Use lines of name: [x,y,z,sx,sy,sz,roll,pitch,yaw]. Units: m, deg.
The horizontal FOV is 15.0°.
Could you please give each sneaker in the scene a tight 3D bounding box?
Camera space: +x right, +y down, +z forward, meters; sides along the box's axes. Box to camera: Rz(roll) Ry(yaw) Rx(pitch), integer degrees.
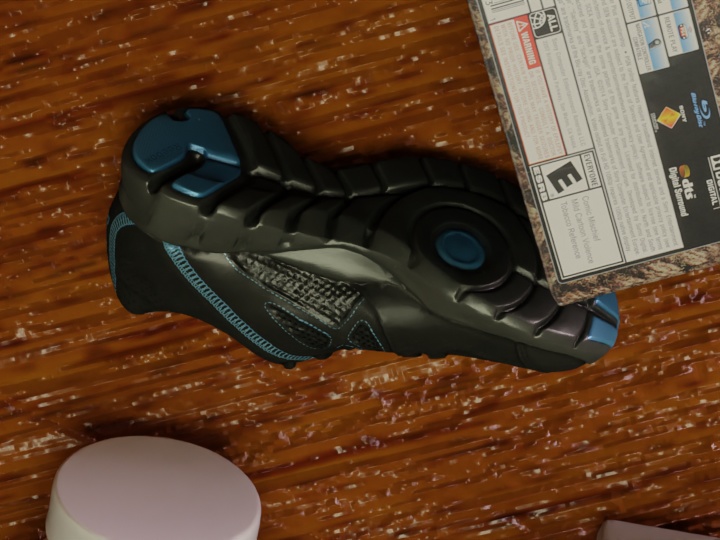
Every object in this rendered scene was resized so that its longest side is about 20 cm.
sneaker: [0.000,0.000,1.041,0.199,0.073,0.082,18,133,-4]

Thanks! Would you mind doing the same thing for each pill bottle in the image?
pill bottle: [-0.095,0.173,1.101,0.108,0.109,0.201,8,118,-5]

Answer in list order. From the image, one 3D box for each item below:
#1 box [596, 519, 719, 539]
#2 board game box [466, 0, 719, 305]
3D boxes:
box: [0.172,0.231,1.074,0.198,0.200,0.172,9,118,6]
board game box: [0.141,-0.100,0.963,0.199,0.097,0.160,-14,118,7]
